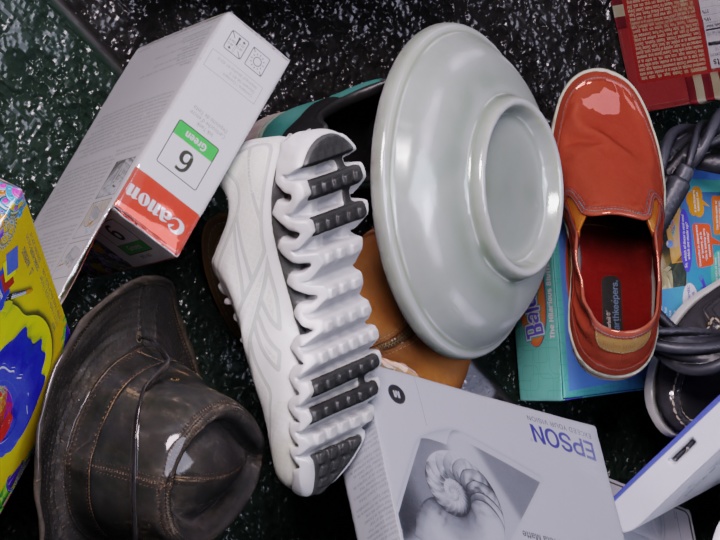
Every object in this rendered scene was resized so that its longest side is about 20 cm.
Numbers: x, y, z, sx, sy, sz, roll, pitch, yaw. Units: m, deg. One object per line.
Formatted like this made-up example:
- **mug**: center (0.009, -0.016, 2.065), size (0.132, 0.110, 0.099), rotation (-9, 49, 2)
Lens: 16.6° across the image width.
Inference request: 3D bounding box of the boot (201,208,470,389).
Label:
- **boot**: center (0.000, 0.000, 1.467), size (0.155, 0.074, 0.200), rotation (-53, 123, -30)

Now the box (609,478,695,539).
- **box**: center (0.126, 0.183, 1.524), size (0.200, 0.060, 0.117), rotation (24, 44, -33)

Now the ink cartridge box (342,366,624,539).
- **ink cartridge box**: center (0.079, 0.163, 1.403), size (0.199, 0.041, 0.201), rotation (17, 49, -39)

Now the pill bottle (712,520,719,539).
- **pill bottle**: center (0.282, 0.201, 1.583), size (0.200, 0.114, 0.115), rotation (45, 55, -67)

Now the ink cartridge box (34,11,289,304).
- **ink cartridge box**: center (-0.125, -0.041, 1.342), size (0.050, 0.109, 0.200), rotation (37, 66, -23)

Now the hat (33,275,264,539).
- **hat**: center (-0.099, 0.096, 1.313), size (0.201, 0.081, 0.201), rotation (9, 90, -72)

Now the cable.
- **cable**: center (0.232, -0.019, 1.562), size (0.200, 0.051, 0.164), rotation (-25, 80, -19)

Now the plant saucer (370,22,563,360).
- **plant saucer**: center (0.075, -0.048, 1.452), size (0.200, 0.050, 0.201), rotation (9, 80, -58)

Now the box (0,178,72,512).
- **box**: center (-0.242, 0.062, 1.178), size (0.122, 0.200, 0.193), rotation (22, 68, 13)

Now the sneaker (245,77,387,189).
- **sneaker**: center (0.028, -0.083, 1.481), size (0.200, 0.080, 0.072), rotation (-18, 96, -37)

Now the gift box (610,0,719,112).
- **gift box**: center (0.284, -0.217, 1.624), size (0.186, 0.184, 0.201), rotation (-14, 99, -35)

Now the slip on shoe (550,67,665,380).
- **slip on shoe**: center (0.155, -0.035, 1.510), size (0.074, 0.061, 0.201), rotation (2, 69, -4)

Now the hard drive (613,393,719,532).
- **hard drive**: center (0.244, 0.099, 1.570), size (0.025, 0.132, 0.200), rotation (50, 27, 14)

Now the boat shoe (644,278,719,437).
- **boat shoe**: center (0.262, 0.037, 1.609), size (0.200, 0.060, 0.074), rotation (-39, 112, -32)

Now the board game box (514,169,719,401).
- **board game box**: center (0.186, 0.002, 1.620), size (0.200, 0.045, 0.153), rotation (-3, 90, -38)

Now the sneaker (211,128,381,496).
- **sneaker**: center (-0.039, 0.022, 1.348), size (0.075, 0.081, 0.201), rotation (-12, 101, -56)
